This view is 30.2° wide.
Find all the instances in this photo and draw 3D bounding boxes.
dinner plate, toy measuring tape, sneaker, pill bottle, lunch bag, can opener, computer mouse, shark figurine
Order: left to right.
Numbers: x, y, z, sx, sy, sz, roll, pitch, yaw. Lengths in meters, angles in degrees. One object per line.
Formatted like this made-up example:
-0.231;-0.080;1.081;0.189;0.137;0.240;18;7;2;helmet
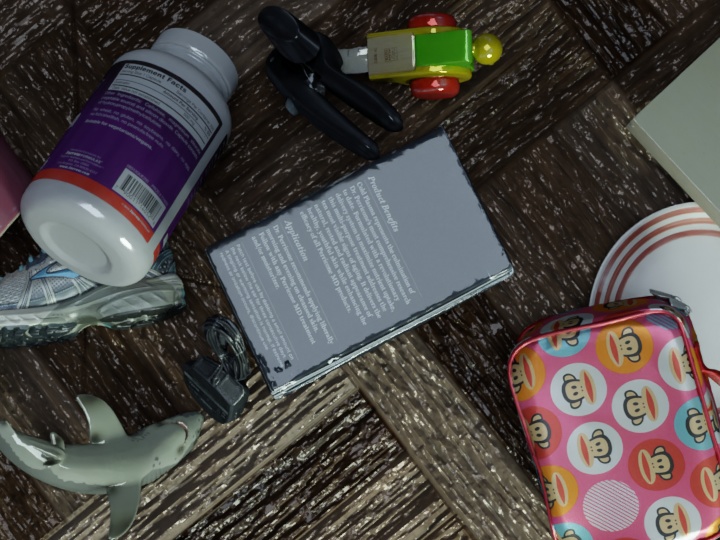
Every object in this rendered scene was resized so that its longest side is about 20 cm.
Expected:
-0.246;0.149;1.084;0.212;0.090;0.129;21;61;-15;shark figurine
-0.247;0.011;1.103;0.197;0.078;0.087;-9;75;-8;sneaker
-0.176;-0.095;1.059;0.112;0.113;0.201;27;61;1;pill bottle
-0.105;0.072;1.036;0.059;0.200;0.034;44;68;7;computer mouse
-0.028;-0.138;1.036;0.078;0.200;0.064;26;108;-40;can opener
0.026;-0.175;1.121;0.198;0.073;0.075;-3;87;23;toy measuring tape
0.220;0.124;1.064;0.174;0.082;0.202;-13;97;15;lunch bag
0.288;0.043;1.120;0.197;0.024;0.203;0;87;-1;dinner plate

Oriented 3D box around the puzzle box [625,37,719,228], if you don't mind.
0.335;-0.092;1.111;0.133;0.025;0.200;-41;85;-12;puzzle box

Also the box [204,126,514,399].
0.000;0.000;1.032;0.195;0.200;0.125;-25;86;-2;box

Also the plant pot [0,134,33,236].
-0.362;-0.077;1.050;0.179;0.200;0.200;42;88;-15;plant pot
